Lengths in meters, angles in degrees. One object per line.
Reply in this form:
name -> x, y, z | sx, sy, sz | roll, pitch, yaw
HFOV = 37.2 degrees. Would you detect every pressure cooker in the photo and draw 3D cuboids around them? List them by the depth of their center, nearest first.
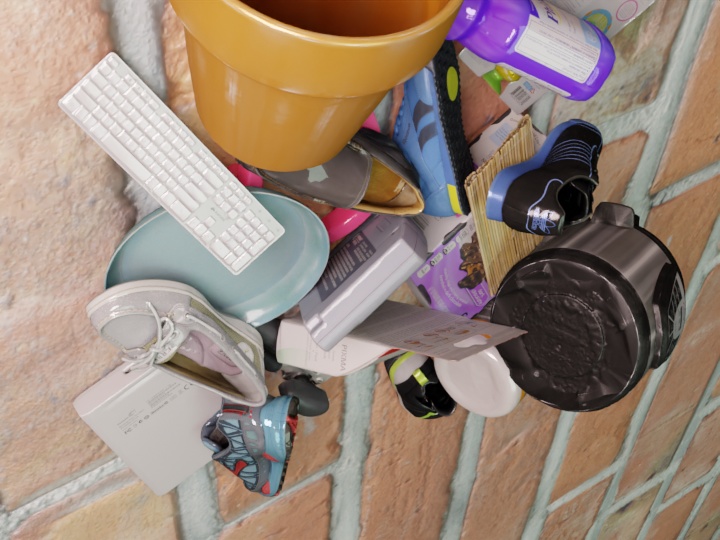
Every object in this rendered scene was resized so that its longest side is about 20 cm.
pressure cooker -> 0.248, 0.035, 1.131 | 0.176, 0.179, 0.199 | -42, 172, 35

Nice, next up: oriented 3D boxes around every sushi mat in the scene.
sushi mat -> 0.146, -0.059, 1.059 | 0.096, 0.012, 0.201 | -45, 148, -15

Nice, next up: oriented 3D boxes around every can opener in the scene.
can opener -> -0.079, 0.095, 1.091 | 0.053, 0.067, 0.200 | -26, 149, 13

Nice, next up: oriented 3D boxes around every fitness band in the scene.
fitness band -> -0.042, -0.088, 0.956 | 0.143, 0.037, 0.201 | -36, 148, -9

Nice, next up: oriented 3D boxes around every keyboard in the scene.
keyboard -> -0.139, -0.076, 0.818 | 0.056, 0.011, 0.200 | -44, 121, -1

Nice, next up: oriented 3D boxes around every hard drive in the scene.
hard drive -> -0.189, 0.144, 1.078 | 0.131, 0.026, 0.201 | -36, 147, -10

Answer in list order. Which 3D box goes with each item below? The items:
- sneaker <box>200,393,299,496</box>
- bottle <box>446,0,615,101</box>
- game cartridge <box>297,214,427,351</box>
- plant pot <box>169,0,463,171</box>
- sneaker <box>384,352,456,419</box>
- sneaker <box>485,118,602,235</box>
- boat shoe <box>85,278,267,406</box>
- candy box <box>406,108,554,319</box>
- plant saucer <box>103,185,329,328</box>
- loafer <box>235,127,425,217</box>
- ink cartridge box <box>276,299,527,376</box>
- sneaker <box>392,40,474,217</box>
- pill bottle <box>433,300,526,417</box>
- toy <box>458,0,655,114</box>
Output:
sneaker -> -0.117, 0.172, 1.112 | 0.094, 0.080, 0.201 | 12, 148, -3
bottle -> 0.124, -0.210, 0.915 | 0.198, 0.084, 0.066 | 18, 117, -28
game cartridge -> 0.000, 0.000, 0.987 | 0.133, 0.042, 0.200 | -39, -169, 2
plant pot -> -0.043, -0.171, 0.738 | 0.199, 0.201, 0.184 | -22, 158, -27
sneaker -> 0.086, 0.158, 1.325 | 0.072, 0.083, 0.200 | -41, 147, 0
sneaker -> 0.197, -0.084, 1.015 | 0.200, 0.077, 0.071 | -37, 141, -44
boat shoe -> -0.152, 0.066, 0.934 | 0.074, 0.065, 0.202 | -33, 144, 17
candy box -> 0.129, -0.048, 1.145 | 0.200, 0.072, 0.168 | -42, 147, -1
plant saucer -> -0.125, -0.008, 0.929 | 0.198, 0.028, 0.201 | -15, 146, -10
loafer -> -0.017, -0.086, 0.889 | 0.199, 0.072, 0.073 | 2, 127, -49
ink cartridge box -> 0.042, 0.074, 1.058 | 0.160, 0.198, 0.051 | -14, 113, -56
sneaker -> 0.054, -0.135, 0.978 | 0.066, 0.078, 0.202 | -58, 145, -45
pill bottle -> 0.184, 0.072, 1.267 | 0.200, 0.116, 0.117 | -41, 153, -37
toy -> 0.188, -0.247, 0.996 | 0.200, 0.047, 0.115 | -43, 137, 15
